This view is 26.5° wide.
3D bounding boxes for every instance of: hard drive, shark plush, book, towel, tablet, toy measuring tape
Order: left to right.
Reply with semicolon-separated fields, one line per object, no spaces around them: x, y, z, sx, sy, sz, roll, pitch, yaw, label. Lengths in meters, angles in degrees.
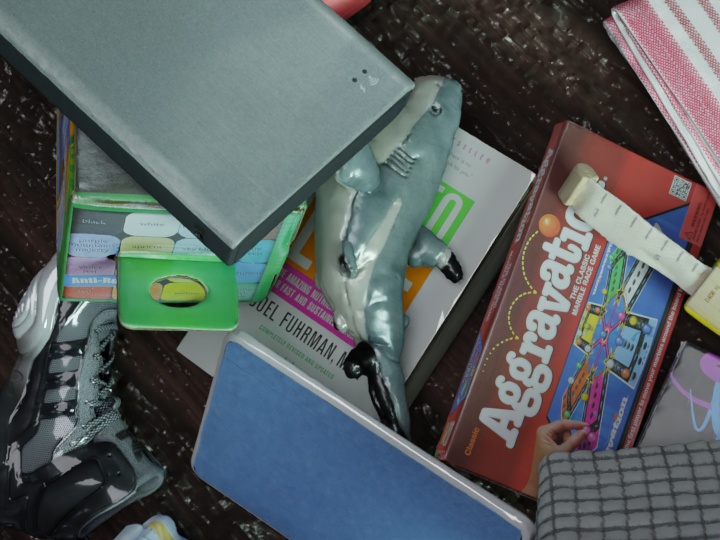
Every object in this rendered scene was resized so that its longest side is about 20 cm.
-0.091;-0.115;0.781;0.200;0.033;0.140;42;63;8;hard drive
-0.005;0.125;0.855;0.200;0.014;0.130;33;134;14;tablet
0.000;0.000;0.897;0.133;0.048;0.200;33;91;19;book
0.020;-0.010;0.835;0.083;0.091;0.201;0;71;-12;shark plush
0.202;-0.002;0.834;0.200;0.074;0.074;36;91;6;toy measuring tape
0.183;0.160;0.735;0.199;0.166;0.086;-6;116;8;towel
0.257;-0.133;0.862;0.200;0.030;0.147;-31;80;-1;towel

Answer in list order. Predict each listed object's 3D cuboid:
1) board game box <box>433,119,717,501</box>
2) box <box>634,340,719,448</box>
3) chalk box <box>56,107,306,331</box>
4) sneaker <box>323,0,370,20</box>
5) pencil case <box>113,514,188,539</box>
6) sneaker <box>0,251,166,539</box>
0.121;0.029;0.842;0.103;0.019;0.201;23;79;-13;board game box
0.238;0.144;0.833;0.200;0.036;0.143;25;88;12;box
-0.103;-0.055;0.839;0.124;0.124;0.201;3;65;-14;chalk box
-0.035;-0.248;0.916;0.112;0.071;0.200;-28;86;11;sneaker
-0.066;0.225;0.854;0.200;0.091;0.083;36;66;15;pencil case
-0.156;0.075;0.903;0.114;0.075;0.200;28;95;12;sneaker
